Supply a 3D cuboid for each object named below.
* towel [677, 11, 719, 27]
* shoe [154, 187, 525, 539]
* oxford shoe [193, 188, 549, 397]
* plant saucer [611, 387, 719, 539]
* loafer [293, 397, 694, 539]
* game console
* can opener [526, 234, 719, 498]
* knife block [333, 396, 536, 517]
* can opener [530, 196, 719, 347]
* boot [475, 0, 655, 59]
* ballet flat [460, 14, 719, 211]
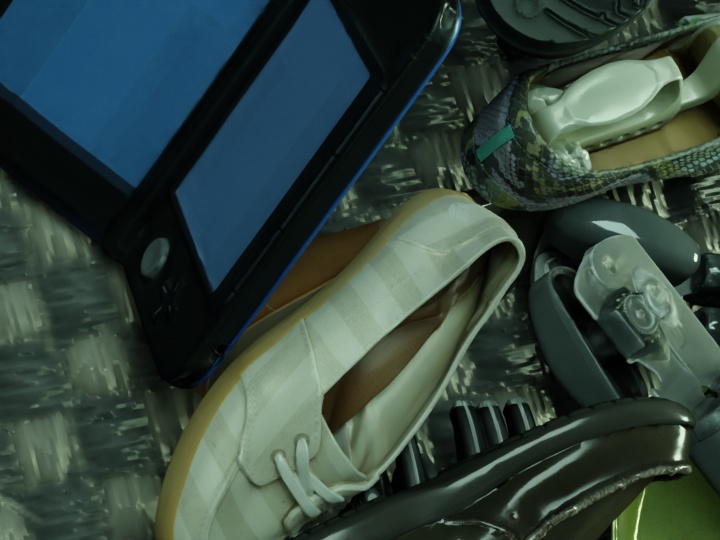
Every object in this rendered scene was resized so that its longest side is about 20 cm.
[{"bbox_3d":[0.243,-0.043,1.204,0.152,0.023,0.201,-10,64,-38],"label":"towel"},{"bbox_3d":[-0.008,0.049,1.041,0.200,0.053,0.070,-50,132,-10],"label":"shoe"},{"bbox_3d":[0.000,0.000,1.119,0.199,0.072,0.071,-24,44,-32],"label":"oxford shoe"},{"bbox_3d":[0.203,0.129,1.140,0.198,0.031,0.202,4,73,-13],"label":"plant saucer"},{"bbox_3d":[0.052,0.111,1.013,0.199,0.073,0.072,-22,84,-18],"label":"loafer"},{"bbox_3d":[-0.075,-0.085,1.044,0.118,0.200,0.171,27,20,-28],"label":"game console"},{"bbox_3d":[0.151,0.074,1.108,0.200,0.067,0.053,53,44,-4],"label":"can opener"},{"bbox_3d":[0.065,0.161,1.073,0.200,0.064,0.176,39,64,1],"label":"knife block"},{"bbox_3d":[0.171,0.015,1.168,0.199,0.066,0.053,13,67,-18],"label":"can opener"},{"bbox_3d":[0.100,-0.143,1.149,0.073,0.163,0.199,39,65,-1],"label":"boot"},{"bbox_3d":[0.140,-0.077,1.119,0.199,0.072,0.072,-19,76,-25],"label":"ballet flat"}]
